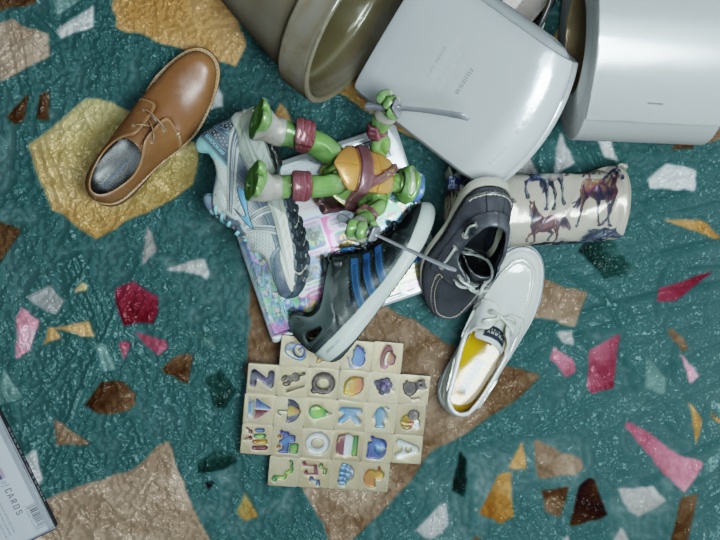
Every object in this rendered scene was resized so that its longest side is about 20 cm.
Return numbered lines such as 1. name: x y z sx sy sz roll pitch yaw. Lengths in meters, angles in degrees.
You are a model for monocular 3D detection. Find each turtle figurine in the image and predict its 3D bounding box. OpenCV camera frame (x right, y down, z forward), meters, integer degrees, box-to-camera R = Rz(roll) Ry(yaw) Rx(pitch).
1. turtle figurine: -0.005 -0.107 1.314 0.193 0.200 0.145 8 107 -19

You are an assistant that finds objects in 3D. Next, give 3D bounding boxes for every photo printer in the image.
1. photo printer: 0.111 -0.194 1.368 0.200 0.069 0.167 40 110 20

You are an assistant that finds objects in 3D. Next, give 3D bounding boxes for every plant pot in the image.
1. plant pot: -0.060 -0.300 1.355 0.173 0.200 0.200 36 92 11

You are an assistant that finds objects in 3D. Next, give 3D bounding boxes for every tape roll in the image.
1. tape roll: 0.283 -0.229 1.358 0.138 0.203 0.204 3 94 -3

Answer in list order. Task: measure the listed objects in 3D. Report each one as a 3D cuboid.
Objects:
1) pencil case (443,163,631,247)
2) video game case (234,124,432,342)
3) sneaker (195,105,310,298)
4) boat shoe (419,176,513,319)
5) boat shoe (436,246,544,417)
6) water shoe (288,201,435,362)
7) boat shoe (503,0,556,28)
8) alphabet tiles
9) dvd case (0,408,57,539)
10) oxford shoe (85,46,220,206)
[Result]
1. pencil case: 0.187 -0.071 1.424 0.199 0.078 0.090 -2 80 -3
2. video game case: -0.029 -0.040 1.444 0.199 0.024 0.183 -19 95 -2
3. sneaker: -0.112 -0.063 1.398 0.086 0.078 0.201 -18 87 10
4. boat shoe: 0.107 -0.007 1.374 0.072 0.063 0.200 5 138 -13
5. boat shoe: 0.141 0.066 1.436 0.071 0.070 0.201 28 92 -4
6. water shoe: 0.000 0.000 1.402 0.079 0.072 0.200 36 90 -2
7. boat shoe: 0.143 -0.240 1.418 0.072 0.068 0.200 34 95 -5
8. alphabet tiles: -0.027 0.155 1.455 0.199 0.006 0.167 5 98 -7
9. dvd case: -0.447 0.251 1.443 0.199 0.025 0.151 -25 95 -1
10. oxford shoe: -0.214 -0.148 1.405 0.071 0.071 0.200 36 90 -3
